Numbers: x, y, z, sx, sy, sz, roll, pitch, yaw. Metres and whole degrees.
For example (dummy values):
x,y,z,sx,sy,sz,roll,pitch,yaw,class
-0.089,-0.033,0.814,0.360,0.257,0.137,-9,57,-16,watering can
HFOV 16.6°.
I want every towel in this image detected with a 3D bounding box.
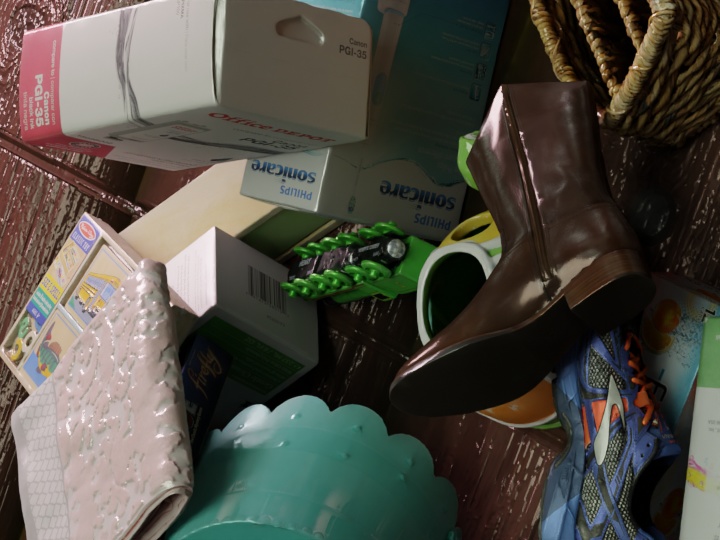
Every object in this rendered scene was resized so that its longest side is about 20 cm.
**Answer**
x,y,z,sx,sy,sz,roll,pitch,yaw,class
-0.179,0.121,1.692,0.191,0.032,0.200,-47,39,34,towel

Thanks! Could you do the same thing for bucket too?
x,y,z,sx,sy,sz,roll,pitch,yaw,class
-0.042,0.203,1.674,0.207,0.207,0.135,-37,15,32,bucket

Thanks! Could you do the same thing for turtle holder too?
x,y,z,sx,sy,sz,roll,pitch,yaw,class
0.109,0.010,1.634,0.141,0.132,0.186,21,97,44,turtle holder

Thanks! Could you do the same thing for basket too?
x,y,z,sx,sy,sz,roll,pitch,yaw,class
0.161,-0.190,1.613,0.143,0.149,0.200,-36,60,32,basket

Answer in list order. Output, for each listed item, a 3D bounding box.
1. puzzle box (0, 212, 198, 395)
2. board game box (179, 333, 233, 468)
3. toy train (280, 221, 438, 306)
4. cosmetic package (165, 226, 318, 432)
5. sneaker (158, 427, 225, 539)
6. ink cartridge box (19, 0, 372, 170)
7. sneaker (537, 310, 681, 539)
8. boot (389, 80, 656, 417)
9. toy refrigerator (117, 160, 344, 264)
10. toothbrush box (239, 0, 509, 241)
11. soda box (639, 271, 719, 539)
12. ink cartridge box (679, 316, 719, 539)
x,y,z,sx,sy,sz,roll,pitch,yaw,class
-0.199,0.048,1.837,0.133,0.025,0.200,-57,33,4,puzzle box
-0.170,0.152,1.773,0.200,0.035,0.136,-49,14,32,board game box
0.000,0.000,1.747,0.200,0.056,0.042,-15,52,68,toy train
-0.135,0.067,1.858,0.200,0.107,0.085,-38,38,32,cosmetic package
-0.150,0.179,1.852,0.200,0.084,0.077,-40,51,11,sneaker
-0.111,-0.126,1.655,0.200,0.146,0.083,-6,79,44,ink cartridge box
0.164,0.095,1.533,0.078,0.075,0.201,3,87,27,sneaker
0.084,-0.021,1.550,0.186,0.064,0.200,-27,46,12,boot
-0.106,-0.024,1.880,0.200,0.076,0.070,-32,62,34,toy refrigerator
0.013,-0.131,1.741,0.085,0.146,0.201,13,92,44,toothbrush box
0.191,0.105,1.587,0.068,0.064,0.200,29,103,42,soda box
0.275,0.135,1.487,0.145,0.087,0.201,3,82,44,ink cartridge box
